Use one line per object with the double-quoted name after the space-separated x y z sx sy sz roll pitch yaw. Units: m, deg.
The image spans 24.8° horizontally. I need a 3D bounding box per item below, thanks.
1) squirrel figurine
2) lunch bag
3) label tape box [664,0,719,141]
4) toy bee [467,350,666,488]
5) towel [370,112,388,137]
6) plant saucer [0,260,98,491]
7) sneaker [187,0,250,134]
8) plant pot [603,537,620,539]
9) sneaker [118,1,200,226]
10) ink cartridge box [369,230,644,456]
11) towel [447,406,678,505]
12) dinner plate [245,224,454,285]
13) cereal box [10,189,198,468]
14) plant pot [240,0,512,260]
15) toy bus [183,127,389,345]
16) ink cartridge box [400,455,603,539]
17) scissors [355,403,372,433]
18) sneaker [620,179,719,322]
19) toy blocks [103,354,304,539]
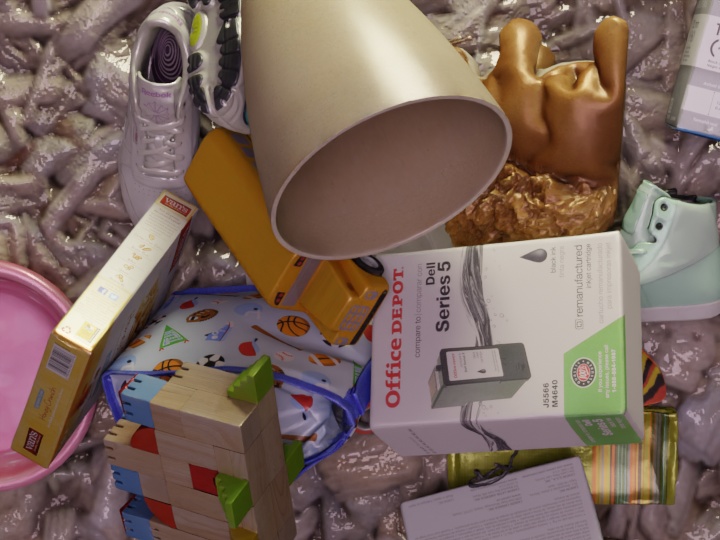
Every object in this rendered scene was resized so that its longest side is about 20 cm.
0.115 -0.101 1.313 0.186 0.142 0.201 4 82 9 "squirrel figurine"
-0.078 0.089 1.315 0.199 0.170 0.124 -7 113 17 "lunch bag"
0.346 -0.196 1.335 0.143 0.066 0.201 14 100 0 "label tape box"
0.163 0.088 1.340 0.131 0.200 0.109 -20 90 37 "toy bee"
-0.026 -0.157 1.336 0.144 0.024 0.201 14 102 41 "towel"
-0.320 0.088 1.409 0.199 0.051 0.202 0 99 3 "plant saucer"
-0.094 -0.205 1.329 0.077 0.080 0.201 -8 70 36 "sneaker"
0.203 0.341 1.383 0.199 0.134 0.201 0 98 2 "plant pot"
-0.170 -0.120 1.348 0.074 0.100 0.201 4 99 4 "sneaker"
0.112 0.059 1.263 0.199 0.084 0.146 -6 68 19 "ink cartridge box"
0.174 0.163 1.417 0.199 0.018 0.087 -2 97 3 "towel"
0.000 0.000 1.398 0.199 0.024 0.201 0 98 3 "dinner plate"
-0.201 0.044 1.301 0.039 0.200 0.144 29 131 2 "cereal box"
-0.012 -0.144 1.213 0.187 0.187 0.201 -27 63 6 "plant pot"
-0.059 -0.028 1.297 0.065 0.078 0.200 -57 48 24 "toy bus"
0.129 0.268 1.355 0.162 0.057 0.201 -16 64 7 "ink cartridge box"
-0.043 0.141 1.422 0.200 0.014 0.073 -36 112 13 "scissors"
0.203 -0.016 1.353 0.199 0.074 0.119 -5 104 -13 "sneaker"
-0.126 0.141 1.214 0.136 0.100 0.201 13 130 24 "toy blocks"
